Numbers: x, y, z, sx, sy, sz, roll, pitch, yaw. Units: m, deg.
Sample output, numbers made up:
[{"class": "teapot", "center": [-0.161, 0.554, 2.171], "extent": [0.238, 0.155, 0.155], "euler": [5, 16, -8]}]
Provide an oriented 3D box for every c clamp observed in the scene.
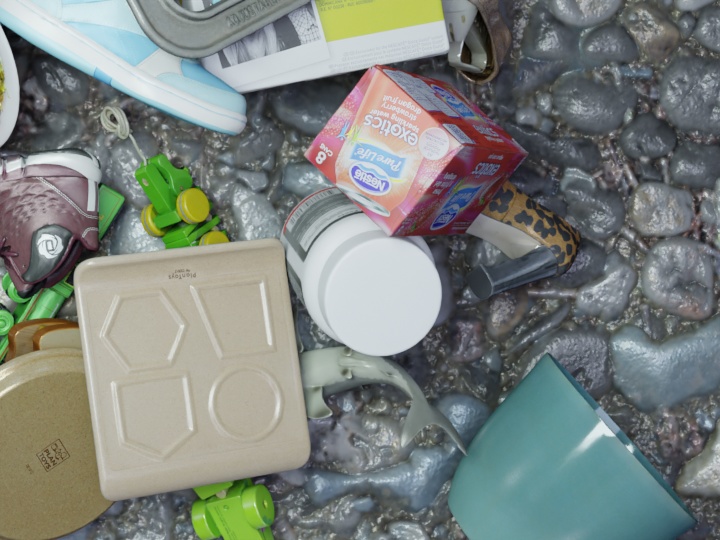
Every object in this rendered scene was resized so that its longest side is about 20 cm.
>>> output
[{"class": "c clamp", "center": [-0.115, -0.242, 1.064], "extent": [0.199, 0.027, 0.172], "euler": [-27, 96, -32]}]

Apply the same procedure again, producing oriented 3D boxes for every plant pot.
[{"class": "plant pot", "center": [0.176, 0.201, 1.353], "extent": [0.161, 0.201, 0.201], "euler": [-42, 105, 5]}]

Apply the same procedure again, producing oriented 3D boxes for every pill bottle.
[{"class": "pill bottle", "center": [0.000, 0.000, 1.266], "extent": [0.113, 0.200, 0.115], "euler": [-3, 104, -11]}]

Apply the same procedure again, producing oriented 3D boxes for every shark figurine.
[{"class": "shark figurine", "center": [-0.004, 0.104, 1.336], "extent": [0.089, 0.213, 0.129], "euler": [40, 55, -55]}]

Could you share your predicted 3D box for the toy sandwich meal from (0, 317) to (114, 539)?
[{"class": "toy sandwich meal", "center": [-0.271, 0.136, 1.278], "extent": [0.204, 0.070, 0.206], "euler": [-14, 119, -27]}]

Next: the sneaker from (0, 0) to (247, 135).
[{"class": "sneaker", "center": [-0.151, -0.191, 1.084], "extent": [0.199, 0.080, 0.131], "euler": [28, 91, -6]}]

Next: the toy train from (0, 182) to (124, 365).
[{"class": "toy train", "center": [-0.270, 0.005, 1.286], "extent": [0.056, 0.042, 0.201], "euler": [32, 88, -27]}]

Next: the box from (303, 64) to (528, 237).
[{"class": "box", "center": [0.050, -0.094, 1.223], "extent": [0.100, 0.200, 0.096], "euler": [44, 106, 14]}]

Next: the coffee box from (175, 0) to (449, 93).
[{"class": "coffee box", "center": [-0.061, -0.255, 1.222], "extent": [0.199, 0.200, 0.199], "euler": [-13, 100, -12]}]

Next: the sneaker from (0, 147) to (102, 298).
[{"class": "sneaker", "center": [-0.307, -0.032, 1.227], "extent": [0.198, 0.076, 0.116], "euler": [-7, 86, 3]}]

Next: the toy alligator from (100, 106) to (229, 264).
[{"class": "toy alligator", "center": [-0.157, -0.061, 1.301], "extent": [0.054, 0.059, 0.201], "euler": [-42, 110, -48]}]

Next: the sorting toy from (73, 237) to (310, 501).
[{"class": "sorting toy", "center": [-0.141, 0.081, 1.265], "extent": [0.184, 0.036, 0.202], "euler": [-7, 92, -22]}]

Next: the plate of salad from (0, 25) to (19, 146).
[{"class": "plate of salad", "center": [-0.351, -0.172, 1.172], "extent": [0.201, 0.199, 0.048], "euler": [56, 45, -14]}]

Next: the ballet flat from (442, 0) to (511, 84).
[{"class": "ballet flat", "center": [0.086, -0.215, 1.279], "extent": [0.068, 0.200, 0.068], "euler": [13, 77, 26]}]

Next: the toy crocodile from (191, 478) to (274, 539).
[{"class": "toy crocodile", "center": [-0.128, 0.180, 1.332], "extent": [0.067, 0.062, 0.201], "euler": [-21, 112, 21]}]

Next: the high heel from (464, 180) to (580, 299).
[{"class": "high heel", "center": [0.125, -0.080, 1.382], "extent": [0.142, 0.071, 0.201], "euler": [-17, 84, -40]}]
